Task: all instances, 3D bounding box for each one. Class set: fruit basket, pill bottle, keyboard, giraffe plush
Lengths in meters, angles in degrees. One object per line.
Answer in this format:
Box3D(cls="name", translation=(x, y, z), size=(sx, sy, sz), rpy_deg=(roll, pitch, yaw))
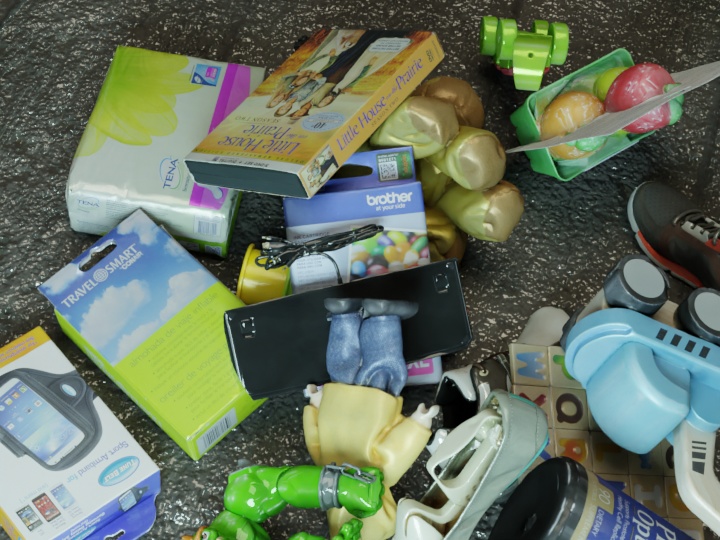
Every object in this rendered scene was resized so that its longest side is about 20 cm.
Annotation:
Box3D(cls="fruit basket", translation=(0.239, -0.143, 1.377), size=(0.185, 0.094, 0.200), rpy_deg=(-29, 16, -26))
Box3D(cls="pill bottle", translation=(0.197, 0.231, 1.088), size=(0.199, 0.112, 0.112), rpy_deg=(33, 52, -11))
Box3D(cls="keyboard", translation=(-0.014, 0.023, 1.214), size=(0.199, 0.021, 0.128), rpy_deg=(-13, 94, -10))
Box3D(cls="giraffe plush", translation=(0.060, -0.109, 1.371), size=(0.199, 0.173, 0.163), rpy_deg=(-10, 32, 31))

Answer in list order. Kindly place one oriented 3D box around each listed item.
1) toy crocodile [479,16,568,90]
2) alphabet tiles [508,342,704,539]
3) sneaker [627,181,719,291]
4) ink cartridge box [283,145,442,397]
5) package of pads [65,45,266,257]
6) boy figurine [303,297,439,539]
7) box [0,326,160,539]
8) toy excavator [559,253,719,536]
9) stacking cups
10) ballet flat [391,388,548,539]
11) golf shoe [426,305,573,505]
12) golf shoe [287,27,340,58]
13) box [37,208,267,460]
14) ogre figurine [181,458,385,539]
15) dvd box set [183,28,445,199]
Box3D(cls="toy crocodile", translation=(0.156, -0.213, 1.454), size=(0.067, 0.062, 0.200), rpy_deg=(3, 11, -7))
Box3D(cls="alphabet tiles", translation=(0.197, 0.160, 1.181), size=(0.166, 0.008, 0.202), rpy_deg=(6, 70, -23))
Box3D(cls="sneaker", translation=(0.322, -0.023, 1.349), size=(0.077, 0.082, 0.200), rpy_deg=(-25, 58, -23))
Box3D(cls="ink cartridge box", translation=(0.000, 0.000, 1.251), size=(0.118, 0.042, 0.202), rpy_deg=(-6, 88, -1))
Box3D(cls="package of pads", translation=(-0.179, -0.115, 1.383), size=(0.153, 0.068, 0.201), rpy_deg=(9, 51, 1))
Box3D(cls="boy figurine", translation=(0.008, 0.120, 1.159), size=(0.124, 0.064, 0.202), rpy_deg=(-2, 86, 37))
Box3D(cls="box", translation=(-0.250, 0.146, 1.190), size=(0.119, 0.042, 0.200), rpy_deg=(-32, 59, -27))
Box3D(cls="toy excavator", translation=(0.242, 0.116, 1.131), size=(0.193, 0.100, 0.201), rpy_deg=(23, 50, -10))
Box3D(cls="stacking cups", translation=(-0.006, 0.024, 1.296), size=(0.198, 0.061, 0.061), rpy_deg=(11, 51, 2))
Box3D(cls="ballet flat", translation=(0.062, 0.173, 1.120), size=(0.064, 0.201, 0.067), rpy_deg=(31, 9, -28))
Box3D(cls="golf shoe", translation=(0.117, 0.091, 1.218), size=(0.094, 0.078, 0.201), rpy_deg=(37, 50, -12))
Box3D(cls="golf shoe", translation=(-0.045, -0.139, 1.394), size=(0.077, 0.095, 0.200), rpy_deg=(2, 41, 28))
Box3D(cls="box", translation=(-0.163, 0.051, 1.260), size=(0.122, 0.048, 0.200), rpy_deg=(-40, 65, -21))
Box3D(cls="ogre figurine", translation=(-0.070, 0.227, 1.105), size=(0.119, 0.201, 0.098), rpy_deg=(19, 8, 23))
Box3D(cls="dvd box set", translation=(-0.040, -0.139, 1.280), size=(0.146, 0.030, 0.200), rpy_deg=(10, 48, 43))
